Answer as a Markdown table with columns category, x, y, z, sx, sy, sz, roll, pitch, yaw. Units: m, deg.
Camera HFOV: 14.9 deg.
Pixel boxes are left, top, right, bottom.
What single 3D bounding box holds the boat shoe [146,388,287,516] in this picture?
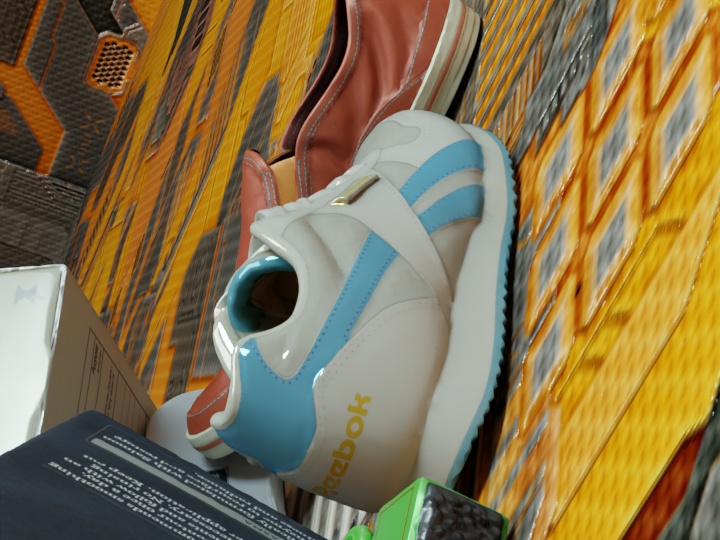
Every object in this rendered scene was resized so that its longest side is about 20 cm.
| category | x | y | z | sx | sy | sz | roll | pitch | yaw |
| --- | --- | --- | --- | --- | --- | --- | --- | --- | --- |
| boat shoe | -0.058 | 0.125 | 1.041 | 0.200 | 0.071 | 0.070 | -93 | -3 | -60 |

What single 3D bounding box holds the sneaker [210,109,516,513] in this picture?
| category | x | y | z | sx | sy | sz | roll | pitch | yaw |
| --- | --- | --- | --- | --- | --- | --- | --- | --- | --- |
| sneaker | 0.000 | 0.000 | 0.871 | 0.200 | 0.081 | 0.077 | -85 | 16 | -62 |

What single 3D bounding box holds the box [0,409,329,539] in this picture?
| category | x | y | z | sx | sy | sz | roll | pitch | yaw |
| --- | --- | --- | --- | --- | --- | --- | --- | --- | --- |
| box | -0.100 | 0.164 | 0.808 | 0.197 | 0.117 | 0.200 | -63 | -7 | 9 |

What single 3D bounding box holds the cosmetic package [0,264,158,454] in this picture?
| category | x | y | z | sx | sy | sz | roll | pitch | yaw |
| --- | --- | --- | --- | --- | --- | --- | --- | --- | --- |
| cosmetic package | -0.121 | 0.095 | 1.089 | 0.200 | 0.071 | 0.106 | 65 | -154 | -51 |

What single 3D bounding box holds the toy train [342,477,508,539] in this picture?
| category | x | y | z | sx | sy | sz | roll | pitch | yaw |
| --- | --- | --- | --- | --- | --- | --- | --- | --- | --- |
| toy train | 0.002 | 0.143 | 0.698 | 0.056 | 0.042 | 0.201 | -43 | 28 | 49 |

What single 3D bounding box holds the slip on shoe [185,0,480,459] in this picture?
| category | x | y | z | sx | sy | sz | roll | pitch | yaw |
| --- | --- | --- | --- | --- | --- | --- | --- | --- | --- |
| slip on shoe | -0.022 | -0.022 | 1.056 | 0.201 | 0.061 | 0.074 | -64 | 10 | 1 |
